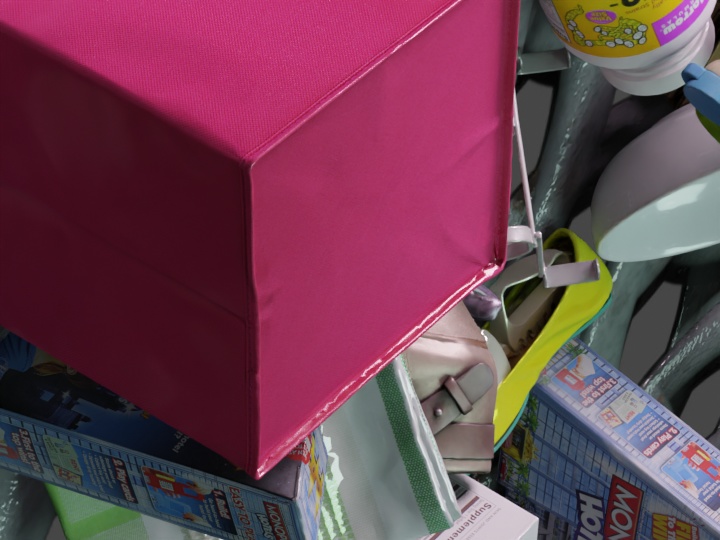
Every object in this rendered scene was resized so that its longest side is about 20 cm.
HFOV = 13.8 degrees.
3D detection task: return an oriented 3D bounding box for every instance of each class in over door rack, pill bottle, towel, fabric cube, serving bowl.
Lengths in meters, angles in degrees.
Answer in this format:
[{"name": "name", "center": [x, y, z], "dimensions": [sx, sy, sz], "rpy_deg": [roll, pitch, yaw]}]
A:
[{"name": "over door rack", "center": [0.081, -0.069, 1.702], "dimensions": [0.200, 0.067, 0.148], "rpy_deg": [21, 61, -73]}, {"name": "pill bottle", "center": [0.145, -0.185, 1.703], "dimensions": [0.104, 0.104, 0.200], "rpy_deg": [-53, 145, -14]}, {"name": "towel", "center": [-0.061, 0.103, 1.552], "dimensions": [0.200, 0.031, 0.149], "rpy_deg": [-21, 105, -4]}, {"name": "fabric cube", "center": [-0.063, -0.064, 1.385], "dimensions": [0.196, 0.199, 0.200], "rpy_deg": [-40, 146, -37]}, {"name": "serving bowl", "center": [0.239, -0.073, 1.959], "dimensions": [0.200, 0.066, 0.200], "rpy_deg": [-18, 165, -5]}]

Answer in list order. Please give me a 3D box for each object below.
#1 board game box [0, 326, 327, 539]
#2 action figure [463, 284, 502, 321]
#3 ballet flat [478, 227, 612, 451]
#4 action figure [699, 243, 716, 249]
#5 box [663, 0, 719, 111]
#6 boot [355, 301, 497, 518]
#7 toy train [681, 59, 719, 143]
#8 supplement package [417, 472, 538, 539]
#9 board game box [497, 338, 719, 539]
[{"name": "board game box", "center": [-0.071, 0.050, 1.477], "dimensions": [0.200, 0.200, 0.062], "rpy_deg": [-47, 149, -24]}, {"name": "action figure", "center": [0.000, 0.000, 1.694], "dimensions": [0.130, 0.069, 0.200], "rpy_deg": [-52, 149, 4]}, {"name": "ballet flat", "center": [0.089, 0.047, 1.907], "dimensions": [0.200, 0.067, 0.067], "rpy_deg": [-48, 129, -29]}, {"name": "action figure", "center": [0.308, -0.089, 2.094], "dimensions": [0.200, 0.102, 0.119], "rpy_deg": [-58, 154, -13]}, {"name": "box", "center": [0.294, -0.183, 1.903], "dimensions": [0.200, 0.021, 0.163], "rpy_deg": [-29, 166, -17]}, {"name": "boot", "center": [-0.020, 0.066, 1.595], "dimensions": [0.200, 0.070, 0.146], "rpy_deg": [-14, 94, -17]}, {"name": "toy train", "center": [0.247, -0.116, 1.777], "dimensions": [0.116, 0.085, 0.200], "rpy_deg": [-46, 165, -5]}, {"name": "supplement package", "center": [-0.024, 0.183, 1.678], "dimensions": [0.151, 0.200, 0.152], "rpy_deg": [-41, 147, -33]}, {"name": "board game box", "center": [0.189, 0.171, 2.010], "dimensions": [0.062, 0.200, 0.200], "rpy_deg": [-35, 143, -40]}]
